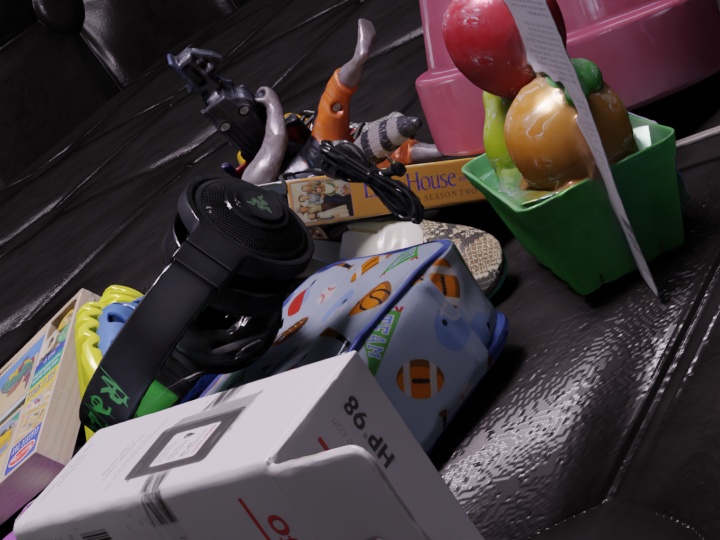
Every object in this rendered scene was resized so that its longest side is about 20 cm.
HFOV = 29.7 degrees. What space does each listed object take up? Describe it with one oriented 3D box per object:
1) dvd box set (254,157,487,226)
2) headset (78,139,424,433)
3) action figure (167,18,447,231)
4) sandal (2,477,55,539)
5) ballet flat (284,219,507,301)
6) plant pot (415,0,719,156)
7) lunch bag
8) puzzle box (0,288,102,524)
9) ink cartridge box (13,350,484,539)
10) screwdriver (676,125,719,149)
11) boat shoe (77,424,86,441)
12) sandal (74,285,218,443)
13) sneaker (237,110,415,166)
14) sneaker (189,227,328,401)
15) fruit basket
[{"bbox_3d":[0.007,-0.047,0.860,0.199,0.030,0.146,-10,2,-30],"label":"dvd box set"},{"bbox_3d":[-0.051,0.009,0.646,0.200,0.094,0.124,-54,-5,-32],"label":"headset"},{"bbox_3d":[-0.046,-0.089,0.972,0.193,0.200,0.105,-37,36,25],"label":"action figure"},{"bbox_3d":[-0.160,0.135,0.808,0.202,0.050,0.083,-27,18,26],"label":"sandal"},{"bbox_3d":[0.000,0.000,0.825,0.200,0.075,0.068,-8,58,56],"label":"ballet flat"},{"bbox_3d":[0.115,-0.189,0.867,0.199,0.180,0.200,-18,10,3],"label":"plant pot"},{"bbox_3d":[-0.023,0.068,0.692,0.200,0.076,0.160,-47,17,-32],"label":"lunch bag"},{"bbox_3d":[-0.239,0.113,0.918,0.200,0.025,0.133,-39,32,38],"label":"puzzle box"},{"bbox_3d":[-0.027,0.106,0.517,0.200,0.116,0.067,-19,21,41],"label":"ink cartridge box"},{"bbox_3d":[0.172,-0.065,0.761,0.200,0.028,0.029,-13,58,50],"label":"screwdriver"},{"bbox_3d":[-0.187,0.079,0.985,0.084,0.069,0.200,-42,18,-24],"label":"boat shoe"},{"bbox_3d":[-0.112,0.047,0.771,0.087,0.080,0.200,-3,14,-1],"label":"sandal"},{"bbox_3d":[-0.036,-0.096,1.154,0.200,0.082,0.078,-17,24,45],"label":"sneaker"},{"bbox_3d":[-0.094,0.046,0.935,0.200,0.070,0.076,-42,-2,-32],"label":"sneaker"},{"bbox_3d":[0.095,-0.097,0.699,0.093,0.201,0.185,-21,15,-4],"label":"fruit basket"}]
